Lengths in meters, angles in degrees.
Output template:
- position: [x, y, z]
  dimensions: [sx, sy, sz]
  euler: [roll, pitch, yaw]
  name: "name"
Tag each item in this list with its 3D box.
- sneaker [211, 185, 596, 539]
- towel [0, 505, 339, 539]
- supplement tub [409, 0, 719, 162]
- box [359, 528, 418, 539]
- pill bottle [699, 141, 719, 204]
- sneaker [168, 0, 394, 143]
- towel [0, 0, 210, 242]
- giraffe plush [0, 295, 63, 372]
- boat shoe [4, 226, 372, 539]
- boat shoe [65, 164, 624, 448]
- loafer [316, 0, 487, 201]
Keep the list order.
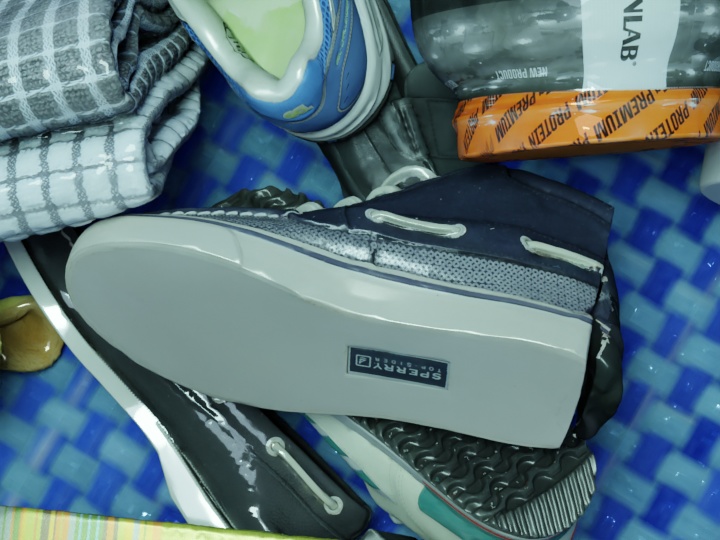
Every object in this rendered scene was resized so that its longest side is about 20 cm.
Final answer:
- position: [0.004, 0.054, 0.844]
  dimensions: [0.200, 0.093, 0.070]
  euler: [39, 61, 23]
  name: "sneaker"
- position: [-0.046, 0.132, 0.752]
  dimensions: [0.200, 0.018, 0.086]
  euler: [5, 86, 7]
  name: "towel"
- position: [0.075, -0.142, 0.770]
  dimensions: [0.122, 0.123, 0.200]
  euler: [-5, 90, 9]
  name: "supplement tub"
- position: [0.041, 0.213, 0.798]
  dimensions: [0.200, 0.124, 0.149]
  euler: [40, 90, 12]
  name: "box"
- position: [0.192, -0.119, 0.822]
  dimensions: [0.116, 0.116, 0.200]
  euler: [11, 85, 11]
  name: "pill bottle"
- position: [-0.048, -0.142, 0.807]
  dimensions: [0.076, 0.077, 0.200]
  euler: [-28, 88, 15]
  name: "sneaker"
- position: [-0.146, -0.072, 0.829]
  dimensions: [0.165, 0.200, 0.086]
  euler: [-14, 110, 9]
  name: "towel"
- position: [-0.190, 0.066, 0.861]
  dimensions: [0.200, 0.172, 0.162]
  euler: [4, 70, 44]
  name: "giraffe plush"
- position: [-0.073, 0.038, 0.868]
  dimensions: [0.060, 0.074, 0.200]
  euler: [-37, 81, 3]
  name: "boat shoe"
- position: [0.000, 0.000, 0.790]
  dimensions: [0.200, 0.075, 0.093]
  euler: [14, 44, 2]
  name: "boat shoe"
- position: [0.019, -0.058, 0.867]
  dimensions: [0.070, 0.068, 0.201]
  euler: [-38, 74, 12]
  name: "loafer"
